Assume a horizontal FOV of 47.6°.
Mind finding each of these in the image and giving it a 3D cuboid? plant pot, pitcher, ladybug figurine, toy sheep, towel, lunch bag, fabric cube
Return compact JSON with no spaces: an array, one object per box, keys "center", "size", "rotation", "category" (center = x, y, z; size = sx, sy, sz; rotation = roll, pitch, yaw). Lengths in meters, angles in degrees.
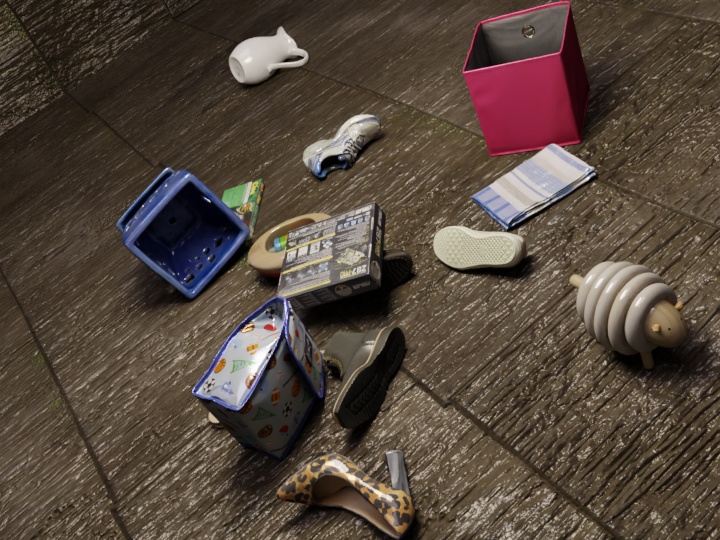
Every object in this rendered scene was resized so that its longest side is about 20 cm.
[{"center":[-0.387,-0.090,1.730],"size":[0.201,0.200,0.179],"rotation":[-50,34,-8],"category":"plant pot"},{"center":[-0.264,-0.610,2.354],"size":[0.199,0.123,0.171],"rotation":[-34,51,-26],"category":"pitcher"},{"center":[-0.132,-0.043,1.628],"size":[0.197,0.073,0.137],"rotation":[-19,39,12],"category":"ladybug figurine"},{"center":[0.370,0.053,1.147],"size":[0.138,0.139,0.199],"rotation":[-42,39,-19],"category":"toy sheep"},{"center":[0.319,-0.161,1.521],"size":[0.198,0.024,0.147],"rotation":[-32,36,-4],"category":"towel"},{"center":[-0.139,0.166,1.289],"size":[0.122,0.171,0.202],"rotation":[13,58,31],"category":"lunch bag"},{"center":[0.336,-0.378,1.618],"size":[0.193,0.201,0.202],"rotation":[-6,42,27],"category":"fabric cube"}]

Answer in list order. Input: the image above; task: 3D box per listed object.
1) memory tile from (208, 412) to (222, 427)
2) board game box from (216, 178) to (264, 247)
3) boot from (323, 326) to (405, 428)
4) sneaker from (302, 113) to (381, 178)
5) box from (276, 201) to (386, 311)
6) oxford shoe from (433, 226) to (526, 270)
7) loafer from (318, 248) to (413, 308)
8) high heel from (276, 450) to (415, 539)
[{"center":[-0.187,0.184,1.445],"size":[0.151,0.017,0.202],"rotation":[-14,40,19],"category":"memory tile"},{"center":[-0.282,-0.130,1.867],"size":[0.103,0.024,0.202],"rotation":[-16,39,19],"category":"board game box"},{"center":[-0.025,0.172,1.321],"size":[0.136,0.078,0.200],"rotation":[-3,32,37],"category":"boot"},{"center":[-0.031,-0.273,1.847],"size":[0.198,0.077,0.086],"rotation":[-34,46,5],"category":"sneaker"},{"center":[-0.052,-0.023,1.463],"size":[0.197,0.049,0.163],"rotation":[-17,47,27],"category":"box"},{"center":[0.208,-0.038,1.425],"size":[0.057,0.077,0.198],"rotation":[-2,5,-42],"category":"oxford shoe"},{"center":[0.000,0.000,1.492],"size":[0.197,0.074,0.072],"rotation":[-19,39,12],"category":"loafer"},{"center":[-0.024,0.325,1.127],"size":[0.196,0.072,0.143],"rotation":[-14,32,4],"category":"high heel"}]
